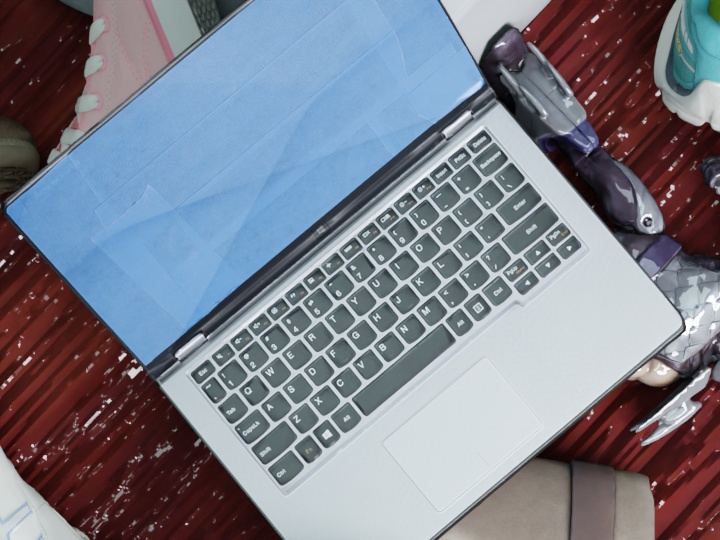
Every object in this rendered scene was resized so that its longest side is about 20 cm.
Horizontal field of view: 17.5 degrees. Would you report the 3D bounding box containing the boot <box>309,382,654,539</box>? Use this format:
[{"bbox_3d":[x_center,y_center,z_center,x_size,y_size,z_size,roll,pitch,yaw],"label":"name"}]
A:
[{"bbox_3d":[0.052,0.103,1.002,0.146,0.070,0.201,-6,80,-1],"label":"boot"}]

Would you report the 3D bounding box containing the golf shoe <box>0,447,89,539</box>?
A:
[{"bbox_3d":[-0.152,0.123,1.024,0.097,0.078,0.201,-8,84,-12],"label":"golf shoe"}]

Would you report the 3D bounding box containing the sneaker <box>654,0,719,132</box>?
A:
[{"bbox_3d":[0.186,-0.156,1.016,0.077,0.080,0.201,16,68,9],"label":"sneaker"}]

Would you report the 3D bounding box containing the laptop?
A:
[{"bbox_3d":[0.000,0.000,0.921,0.187,0.116,0.200,-39,83,-2],"label":"laptop"}]

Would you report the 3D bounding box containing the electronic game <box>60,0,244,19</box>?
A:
[{"bbox_3d":[-0.088,-0.210,1.075,0.199,0.042,0.201,0,87,2],"label":"electronic game"}]

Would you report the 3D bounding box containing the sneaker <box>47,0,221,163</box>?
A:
[{"bbox_3d":[-0.105,-0.077,1.020,0.104,0.075,0.201,-17,105,9],"label":"sneaker"}]

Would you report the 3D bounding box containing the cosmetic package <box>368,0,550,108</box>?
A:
[{"bbox_3d":[0.049,-0.151,1.022,0.200,0.113,0.081,-45,78,-5],"label":"cosmetic package"}]

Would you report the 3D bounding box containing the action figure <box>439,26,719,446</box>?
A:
[{"bbox_3d":[0.113,-0.012,1.011,0.200,0.069,0.130,44,78,8],"label":"action figure"}]

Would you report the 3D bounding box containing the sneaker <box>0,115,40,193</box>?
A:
[{"bbox_3d":[-0.243,-0.075,1.061,0.199,0.070,0.076,1,79,6],"label":"sneaker"}]
